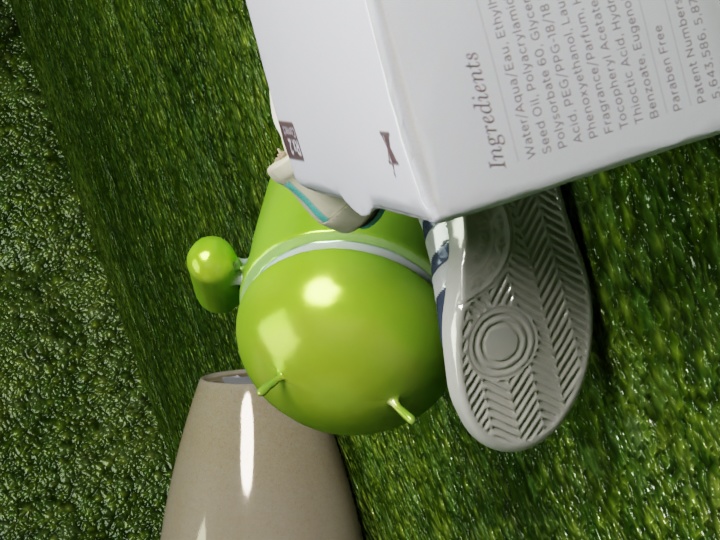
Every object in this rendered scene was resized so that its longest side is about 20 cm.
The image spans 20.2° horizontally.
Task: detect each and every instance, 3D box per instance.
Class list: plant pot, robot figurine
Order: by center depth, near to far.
[{"bbox_3d":[0.000,0.000,1.042,0.200,0.175,0.116,-80,-2,-47],"label":"robot figurine"},{"bbox_3d":[-0.084,0.187,1.681,0.187,0.187,0.201,-160,67,-75],"label":"plant pot"}]

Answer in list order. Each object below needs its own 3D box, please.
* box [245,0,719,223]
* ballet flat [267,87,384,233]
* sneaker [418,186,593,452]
[{"bbox_3d":[0.031,-0.135,0.772,0.199,0.130,0.201,-159,53,-74],"label":"box"},{"bbox_3d":[-0.006,-0.111,0.934,0.070,0.069,0.200,91,-173,-56],"label":"ballet flat"},{"bbox_3d":[0.059,-0.016,0.962,0.084,0.075,0.201,-156,60,-72],"label":"sneaker"}]
